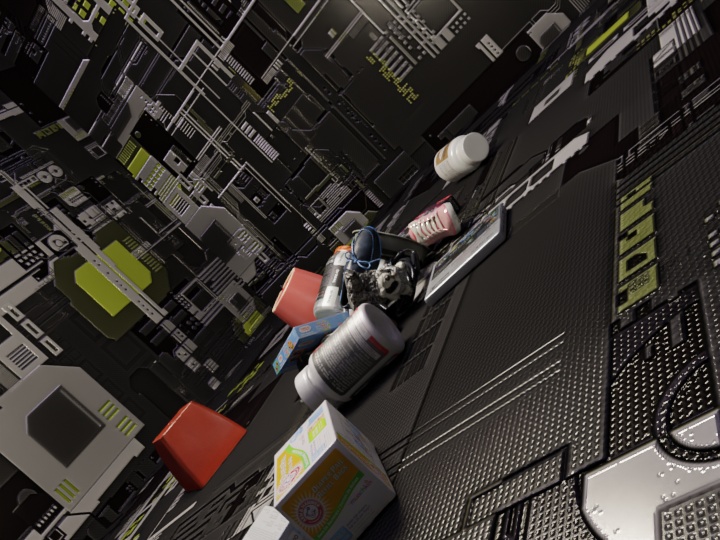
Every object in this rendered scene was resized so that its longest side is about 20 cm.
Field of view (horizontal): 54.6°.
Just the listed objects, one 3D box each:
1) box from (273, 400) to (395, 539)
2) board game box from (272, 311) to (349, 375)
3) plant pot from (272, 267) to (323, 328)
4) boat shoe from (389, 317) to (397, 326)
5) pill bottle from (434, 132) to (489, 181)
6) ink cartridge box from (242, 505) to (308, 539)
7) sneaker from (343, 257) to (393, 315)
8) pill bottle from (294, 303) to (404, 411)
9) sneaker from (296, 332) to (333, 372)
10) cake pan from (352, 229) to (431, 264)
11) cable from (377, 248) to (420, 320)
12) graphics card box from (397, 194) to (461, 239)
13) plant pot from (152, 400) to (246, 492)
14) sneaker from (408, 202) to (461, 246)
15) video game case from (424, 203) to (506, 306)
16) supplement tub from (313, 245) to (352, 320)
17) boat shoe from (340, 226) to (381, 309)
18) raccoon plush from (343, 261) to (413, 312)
[{"bbox_3d":[-0.040,0.262,0.899,0.113,0.101,0.200,-47,7,-3],"label":"box"},{"bbox_3d":[-0.118,0.178,1.695,0.150,0.037,0.200,-15,-24,-31],"label":"board game box"},{"bbox_3d":[-0.144,0.095,1.991,0.202,0.176,0.201,-61,8,15],"label":"plant pot"},{"bbox_3d":[0.012,0.135,1.476,0.077,0.071,0.200,-64,10,-14],"label":"boat shoe"},{"bbox_3d":[0.314,-0.353,2.152,0.115,0.114,0.200,-49,7,-16],"label":"pill bottle"},{"bbox_3d":[-0.150,0.423,0.949,0.201,0.047,0.160,-56,10,-24],"label":"ink cartridge box"},{"bbox_3d":[0.031,0.057,1.693,0.114,0.075,0.202,1,72,37],"label":"sneaker"},{"bbox_3d":[-0.023,0.167,1.287,0.200,0.114,0.114,-45,7,16],"label":"pill bottle"},{"bbox_3d":[-0.074,0.203,1.657,0.086,0.078,0.200,-26,-10,-49],"label":"sneaker"},{"bbox_3d":[0.072,-0.053,1.699,0.200,0.198,0.037,162,123,-76],"label":"cake pan"},{"bbox_3d":[0.067,0.040,1.549,0.163,0.051,0.201,-39,26,24],"label":"cable"},{"bbox_3d":[0.167,-0.113,1.852,0.200,0.051,0.125,-44,10,-30],"label":"graphics card box"},{"bbox_3d":[-0.474,0.488,1.990,0.200,0.176,0.200,-50,8,-32],"label":"plant pot"},{"bbox_3d":[0.172,-0.100,1.653,0.104,0.076,0.200,-24,-2,-5],"label":"sneaker"},{"bbox_3d":[0.210,-0.033,1.373,0.200,0.023,0.182,-45,7,24],"label":"video game case"},{"bbox_3d":[-0.047,0.043,1.872,0.122,0.121,0.202,-36,34,56],"label":"supplement tub"},{"bbox_3d":[0.000,0.000,1.612,0.068,0.083,0.203,-15,-63,-56],"label":"boat shoe"},{"bbox_3d":[0.036,0.028,1.491,0.132,0.098,0.200,-16,6,-4],"label":"raccoon plush"}]
